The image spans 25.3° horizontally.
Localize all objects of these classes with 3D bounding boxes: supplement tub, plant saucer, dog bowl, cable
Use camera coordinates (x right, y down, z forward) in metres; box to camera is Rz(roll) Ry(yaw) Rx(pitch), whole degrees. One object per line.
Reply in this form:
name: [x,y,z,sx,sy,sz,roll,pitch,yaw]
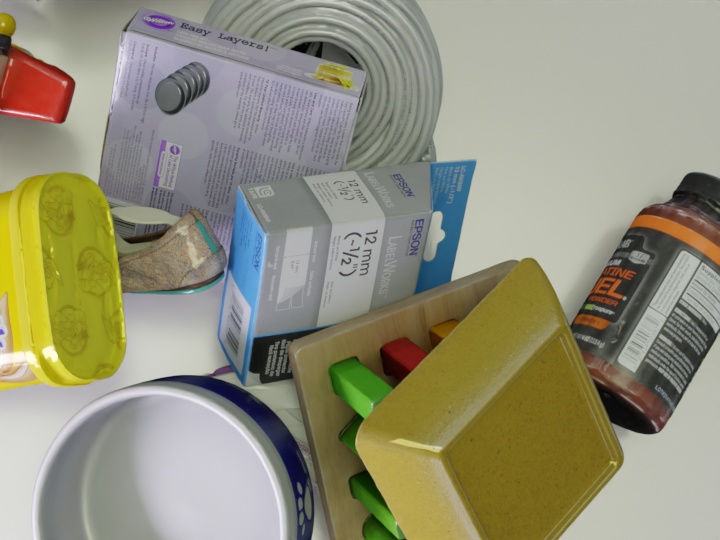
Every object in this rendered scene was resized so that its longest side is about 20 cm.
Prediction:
supplement tub: [0.241,0.022,1.283,0.106,0.107,0.201,33,78,-1]
plant saucer: [0.110,0.129,1.152,0.200,0.048,0.201,-43,124,-24]
dog bowl: [-0.136,0.180,1.182,0.198,0.079,0.203,1,93,14]
cable: [-0.034,-0.144,1.252,0.197,0.069,0.202,0,112,1]

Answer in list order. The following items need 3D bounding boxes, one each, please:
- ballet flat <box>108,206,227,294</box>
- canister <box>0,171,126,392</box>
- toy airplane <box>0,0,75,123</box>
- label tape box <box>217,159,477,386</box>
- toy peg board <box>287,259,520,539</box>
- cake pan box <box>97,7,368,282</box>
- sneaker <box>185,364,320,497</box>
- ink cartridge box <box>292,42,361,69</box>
ballet flat: [-0.188,-0.013,1.206,0.198,0.068,0.068,-9,113,28]
canister: [-0.278,0.021,1.173,0.198,0.086,0.150,-12,83,29]
toy airplane: [-0.310,-0.159,1.235,0.199,0.141,0.201,-31,73,25]
label tape box: [0.000,0.000,1.205,0.198,0.144,0.066,-7,40,-23]
toy peg board: [0.070,0.126,1.193,0.197,0.098,0.202,-19,113,-18]
cake pan box: [-0.103,-0.080,1.219,0.182,0.052,0.202,15,122,1]
sneaker: [-0.048,0.125,1.242,0.197,0.075,0.101,7,79,-7]
ink cartridge box: [-0.009,-0.257,1.323,0.093,0.044,0.203,6,80,-8]
